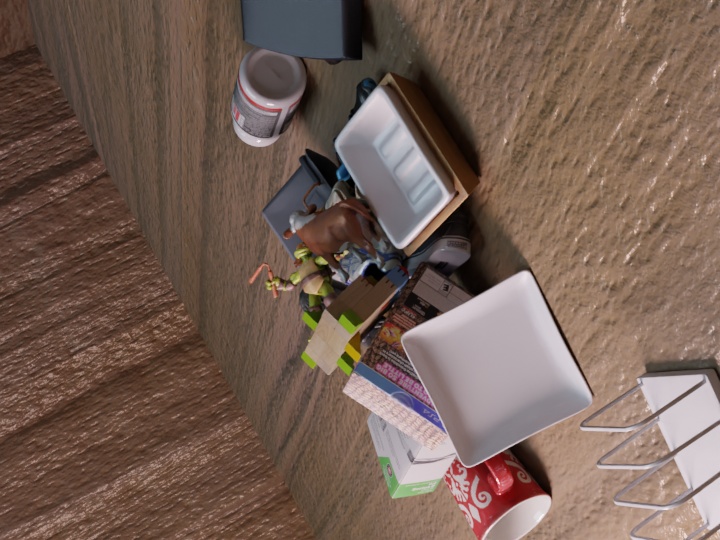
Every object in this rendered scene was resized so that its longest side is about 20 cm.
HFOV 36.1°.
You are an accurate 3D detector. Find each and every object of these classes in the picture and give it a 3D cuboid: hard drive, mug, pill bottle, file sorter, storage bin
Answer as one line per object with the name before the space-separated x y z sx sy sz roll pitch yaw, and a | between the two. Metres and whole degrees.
hard drive | -0.090 -0.369 1.580 0.197 0.042 0.137 15 121 28
mug | 0.201 0.308 1.753 0.201 0.132 0.179 55 139 35
pill bottle | -0.164 -0.296 1.908 0.117 0.115 0.200 60 160 8
file sorter | 0.354 0.231 1.238 0.203 0.123 0.139 64 160 -2
storage bin | -0.068 -0.078 1.827 0.201 0.134 0.145 54 -165 21

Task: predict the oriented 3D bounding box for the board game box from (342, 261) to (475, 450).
board game box | 0.095 0.122 1.578 0.158 0.201 0.097 33 157 3

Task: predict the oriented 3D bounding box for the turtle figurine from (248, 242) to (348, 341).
turtle figurine | -0.076 0.024 1.707 0.064 0.198 0.164 11 -126 -59

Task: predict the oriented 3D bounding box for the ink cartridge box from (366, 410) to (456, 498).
ink cartridge box | 0.091 0.236 1.715 0.201 0.083 0.148 114 146 -47

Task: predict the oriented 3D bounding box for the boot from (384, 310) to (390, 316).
boot | 0.099 0.085 1.796 0.201 0.065 0.176 51 157 29

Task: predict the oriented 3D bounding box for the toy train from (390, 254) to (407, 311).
toy train | 0.055 -0.026 1.730 0.045 0.034 0.204 12 109 52

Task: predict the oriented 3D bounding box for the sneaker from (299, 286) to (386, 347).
sneaker | -0.014 0.084 1.786 0.198 0.077 0.091 31 179 -13

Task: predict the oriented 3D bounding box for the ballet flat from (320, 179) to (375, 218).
ballet flat | 0.002 -0.107 1.671 0.197 0.068 0.073 -7 134 34

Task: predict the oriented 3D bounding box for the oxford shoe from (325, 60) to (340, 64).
oxford shoe | -0.085 -0.396 1.652 0.202 0.070 0.073 62 165 3

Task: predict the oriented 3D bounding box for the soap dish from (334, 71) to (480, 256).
soap dish | 0.064 -0.145 1.509 0.202 0.081 0.157 58 138 13

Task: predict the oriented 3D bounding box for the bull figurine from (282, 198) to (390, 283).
bull figurine | -0.033 -0.048 1.589 0.121 0.065 0.199 44 158 -14

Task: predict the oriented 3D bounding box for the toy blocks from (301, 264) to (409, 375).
toy blocks | -0.003 0.059 1.550 0.100 0.137 0.201 42 151 8

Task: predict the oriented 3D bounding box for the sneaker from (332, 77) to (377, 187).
sneaker | -0.001 -0.195 1.644 0.202 0.080 0.074 88 176 -46

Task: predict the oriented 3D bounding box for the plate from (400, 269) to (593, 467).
plate | 0.182 0.131 1.482 0.202 0.197 0.032 63 -174 1

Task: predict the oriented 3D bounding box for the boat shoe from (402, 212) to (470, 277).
boat shoe | 0.109 -0.035 1.618 0.200 0.070 0.069 134 143 -69

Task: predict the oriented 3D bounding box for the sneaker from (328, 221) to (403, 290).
sneaker | 0.000 0.000 1.700 0.200 0.074 0.090 -40 43 53
